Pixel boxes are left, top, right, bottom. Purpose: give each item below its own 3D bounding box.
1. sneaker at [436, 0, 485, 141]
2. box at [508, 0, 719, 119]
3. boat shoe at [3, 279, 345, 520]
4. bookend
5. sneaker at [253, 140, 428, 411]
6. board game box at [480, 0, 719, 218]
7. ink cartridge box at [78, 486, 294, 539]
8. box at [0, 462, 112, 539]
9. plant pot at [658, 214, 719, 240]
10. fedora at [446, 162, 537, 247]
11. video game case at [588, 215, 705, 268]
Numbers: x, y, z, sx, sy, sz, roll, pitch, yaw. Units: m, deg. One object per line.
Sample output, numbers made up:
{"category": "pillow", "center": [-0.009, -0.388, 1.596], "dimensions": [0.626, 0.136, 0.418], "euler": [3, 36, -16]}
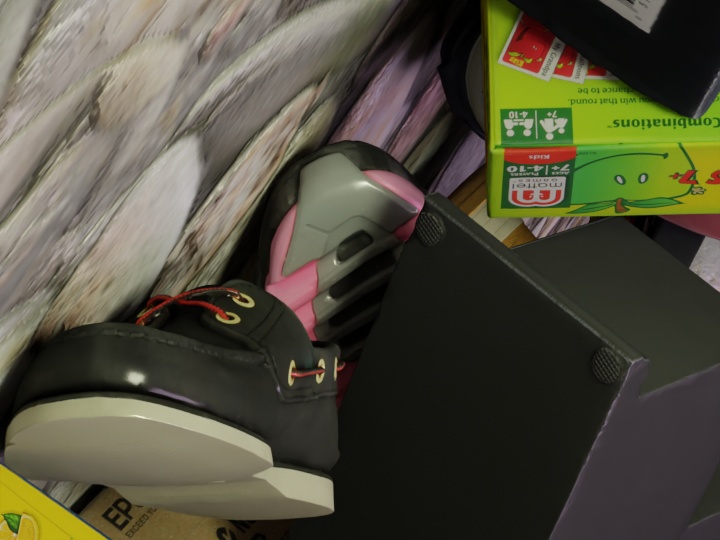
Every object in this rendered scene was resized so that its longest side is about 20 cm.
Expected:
{"category": "sneaker", "center": [0.125, -0.090, 0.950], "dimensions": [0.201, 0.077, 0.146], "euler": [-13, -176, -5]}
{"category": "box", "center": [0.122, -0.168, 0.757], "dimensions": [0.200, 0.104, 0.148], "euler": [-53, 174, -17]}
{"category": "boat shoe", "center": [-0.052, 0.035, 0.764], "dimensions": [0.201, 0.073, 0.064], "euler": [33, 57, -74]}
{"category": "bookend", "center": [0.081, 0.063, 0.928], "dimensions": [0.198, 0.092, 0.201], "euler": [-18, 138, -47]}
{"category": "sneaker", "center": [0.000, 0.000, 0.946], "dimensions": [0.079, 0.096, 0.200], "euler": [-20, 151, 1]}
{"category": "board game box", "center": [0.138, -0.073, 0.832], "dimensions": [0.048, 0.199, 0.102], "euler": [86, 3, -65]}
{"category": "ink cartridge box", "center": [-0.075, 0.128, 1.014], "dimensions": [0.165, 0.075, 0.200], "euler": [-57, 174, 34]}
{"category": "box", "center": [-0.099, 0.111, 0.784], "dimensions": [0.070, 0.064, 0.200], "euler": [-53, 173, -11]}
{"category": "plant pot", "center": [0.177, -0.138, 1.046], "dimensions": [0.200, 0.199, 0.180], "euler": [-49, 157, -38]}
{"category": "fedora", "center": [0.040, 0.029, 1.210], "dimensions": [0.201, 0.082, 0.201], "euler": [-46, 175, -5]}
{"category": "video game case", "center": [0.133, -0.039, 1.196], "dimensions": [0.181, 0.025, 0.201], "euler": [111, -4, -46]}
